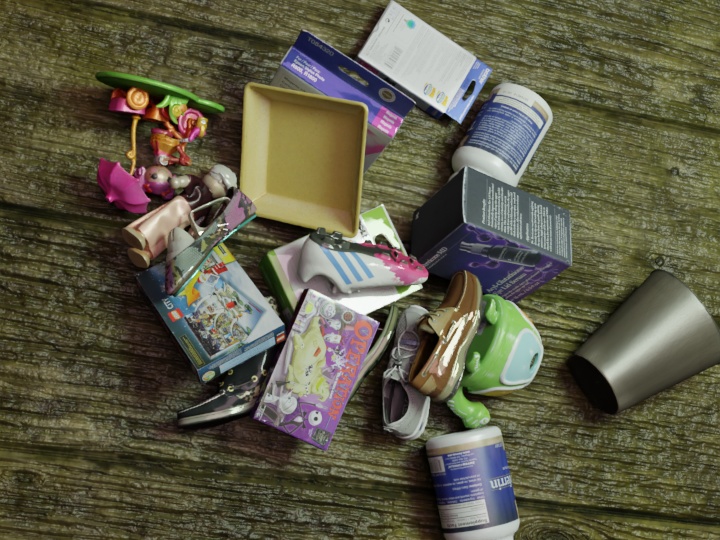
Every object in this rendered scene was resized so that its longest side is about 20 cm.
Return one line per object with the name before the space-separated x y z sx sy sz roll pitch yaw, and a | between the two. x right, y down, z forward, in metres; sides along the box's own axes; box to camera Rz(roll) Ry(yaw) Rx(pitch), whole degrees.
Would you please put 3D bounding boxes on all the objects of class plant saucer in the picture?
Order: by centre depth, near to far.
plant saucer | -0.078 -0.166 1.582 0.199 0.048 0.201 14 113 20

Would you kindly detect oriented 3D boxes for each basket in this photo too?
basket | 0.442 0.127 1.699 0.200 0.136 0.181 -34 87 -15

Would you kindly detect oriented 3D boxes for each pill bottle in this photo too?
pill bottle | 0.169 0.337 1.587 0.115 0.116 0.201 -9 82 -17
pill bottle | 0.213 -0.187 1.706 0.111 0.111 0.200 33 72 -7

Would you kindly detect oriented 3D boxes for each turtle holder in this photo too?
turtle holder | 0.199 0.135 1.623 0.131 0.141 0.186 26 59 -24

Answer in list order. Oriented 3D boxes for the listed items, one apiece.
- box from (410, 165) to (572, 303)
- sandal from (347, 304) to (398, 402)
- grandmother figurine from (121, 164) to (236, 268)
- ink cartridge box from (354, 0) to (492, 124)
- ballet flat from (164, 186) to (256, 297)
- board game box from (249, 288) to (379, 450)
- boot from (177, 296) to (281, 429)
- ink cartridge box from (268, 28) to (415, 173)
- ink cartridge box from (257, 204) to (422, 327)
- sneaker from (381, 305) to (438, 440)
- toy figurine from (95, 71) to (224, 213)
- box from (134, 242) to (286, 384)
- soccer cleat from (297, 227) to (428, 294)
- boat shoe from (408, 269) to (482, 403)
box | 0.196 -0.049 1.626 0.199 0.148 0.105 19 55 -22
sandal | -0.004 0.128 1.604 0.057 0.080 0.201 34 72 8
grandmother figurine | -0.257 -0.091 1.570 0.060 0.122 0.200 34 55 22
ink cartridge box | 0.101 -0.330 1.742 0.200 0.042 0.120 32 72 -5
ballet flat | -0.227 -0.048 1.534 0.071 0.069 0.200 49 57 -12
board game box | -0.064 0.140 1.534 0.120 0.032 0.201 27 77 -19
boot | -0.185 0.134 1.557 0.203 0.073 0.154 -17 80 -18
ink cartridge box | -0.043 -0.238 1.599 0.196 0.200 0.043 32 61 -6
ink cartridge box | -0.030 0.010 1.620 0.199 0.076 0.148 -24 86 -20
sneaker | 0.072 0.150 1.597 0.074 0.082 0.201 0 81 28
toy figurine | -0.307 -0.173 1.573 0.199 0.150 0.185 12 89 -37
box | -0.214 0.051 1.527 0.136 0.038 0.200 -28 55 -18
soccer cleat | 0.000 0.000 1.563 0.199 0.070 0.087 16 110 -25
boat shoe | 0.121 0.089 1.568 0.074 0.076 0.201 25 67 -20
